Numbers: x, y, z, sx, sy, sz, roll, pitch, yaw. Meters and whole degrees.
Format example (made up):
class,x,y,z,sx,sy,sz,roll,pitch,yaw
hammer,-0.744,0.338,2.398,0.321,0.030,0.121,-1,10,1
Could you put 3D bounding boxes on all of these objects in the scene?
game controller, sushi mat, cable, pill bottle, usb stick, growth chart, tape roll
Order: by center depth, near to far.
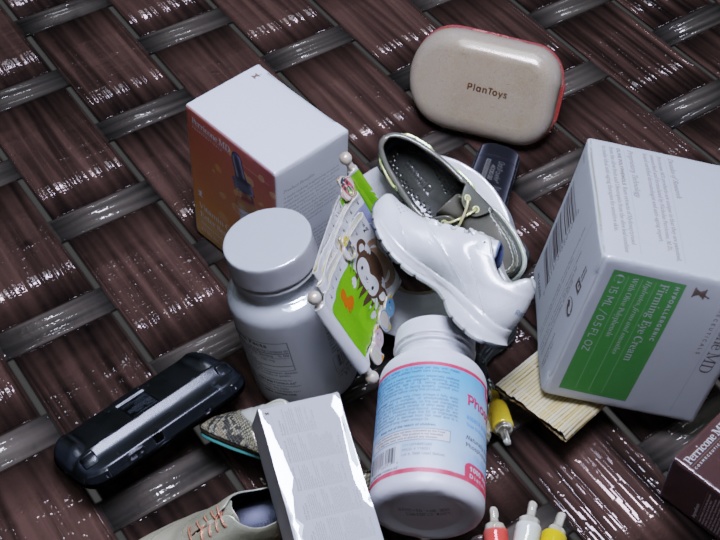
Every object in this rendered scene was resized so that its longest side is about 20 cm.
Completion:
class,x,y,z,sx,sy,sz,roll,pitch,yaw
cable,0.139,0.306,1.151,0.097,0.050,0.200,2,48,7
pill bottle,0.068,0.147,1.216,0.108,0.109,0.201,5,52,2
growth chart,0.000,0.000,1.255,0.018,0.145,0.200,-13,47,31
pill bottle,-0.073,0.038,1.277,0.114,0.200,0.115,-7,45,7
game controller,-0.215,0.149,1.282,0.200,0.042,0.104,-33,24,-28
sushi mat,0.235,0.105,1.341,0.096,0.012,0.200,35,44,25
cable,0.121,0.117,1.349,0.097,0.050,0.200,-5,34,16
tape roll,0.069,-0.023,1.366,0.202,0.071,0.203,-1,84,13
usb stick,0.154,-0.107,1.490,0.055,0.033,0.200,18,25,5

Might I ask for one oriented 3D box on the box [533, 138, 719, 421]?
class,x,y,z,sx,sy,sz,roll,pitch,yaw
box,0.289,0.010,1.300,0.171,0.199,0.200,11,41,-6

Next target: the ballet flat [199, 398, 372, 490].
class,x,y,z,sx,sy,sz,roll,pitch,yaw
ballet flat,-0.064,0.173,1.253,0.200,0.068,0.076,27,96,19

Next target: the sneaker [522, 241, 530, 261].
class,x,y,z,sx,sy,sz,roll,pitch,yaw
sneaker,0.095,-0.027,1.451,0.199,0.074,0.080,12,78,1

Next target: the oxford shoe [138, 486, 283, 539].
class,x,y,z,sx,sy,sz,roll,pitch,yaw
oxford shoe,-0.141,0.244,1.188,0.199,0.074,0.071,-19,52,-18

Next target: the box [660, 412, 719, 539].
class,x,y,z,sx,sy,sz,roll,pitch,yaw
box,0.405,0.232,1.222,0.200,0.075,0.100,36,57,28

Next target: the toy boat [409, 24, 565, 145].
class,x,y,z,sx,sy,sz,roll,pitch,yaw
toy boat,0.165,-0.244,1.620,0.199,0.131,0.131,16,20,11

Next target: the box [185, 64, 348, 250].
class,x,y,z,sx,sy,sz,roll,pitch,yaw
box,-0.103,-0.097,1.407,0.106,0.200,0.152,-34,57,-28

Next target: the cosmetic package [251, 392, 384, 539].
class,x,y,z,sx,sy,sz,roll,pitch,yaw
cosmetic package,-0.035,0.218,1.151,0.082,0.051,0.201,-8,64,-20

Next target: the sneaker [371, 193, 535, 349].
class,x,y,z,sx,sy,sz,roll,pitch,yaw
sneaker,0.093,-0.013,1.249,0.200,0.074,0.087,44,104,19

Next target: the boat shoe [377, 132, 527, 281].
class,x,y,z,sx,sy,sz,roll,pitch,yaw
boat shoe,0.090,-0.065,1.299,0.072,0.060,0.202,-44,76,5
